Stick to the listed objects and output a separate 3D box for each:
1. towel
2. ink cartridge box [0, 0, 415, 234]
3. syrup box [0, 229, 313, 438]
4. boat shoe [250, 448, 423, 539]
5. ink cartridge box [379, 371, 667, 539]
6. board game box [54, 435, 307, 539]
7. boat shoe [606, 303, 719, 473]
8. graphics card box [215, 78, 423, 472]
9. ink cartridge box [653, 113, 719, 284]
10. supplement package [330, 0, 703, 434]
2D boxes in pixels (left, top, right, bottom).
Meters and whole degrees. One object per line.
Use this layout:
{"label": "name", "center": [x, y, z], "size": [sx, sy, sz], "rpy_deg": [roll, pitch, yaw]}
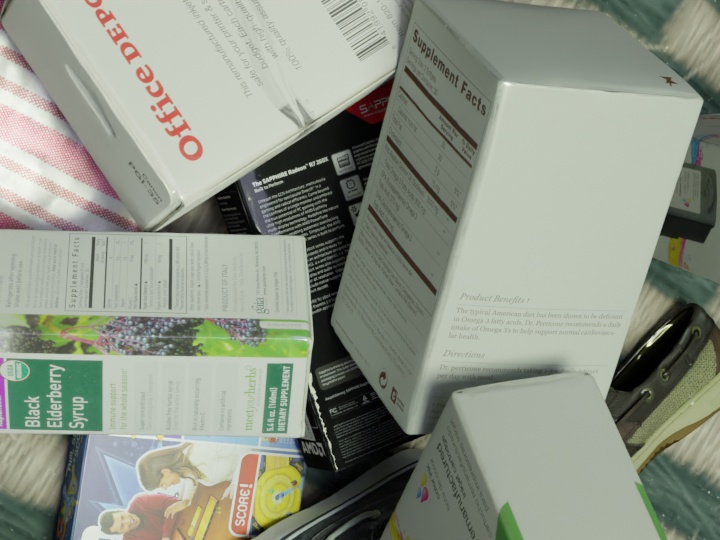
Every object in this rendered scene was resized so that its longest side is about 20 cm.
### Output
{"label": "towel", "center": [-0.155, -0.098, 1.178], "size": [0.146, 0.030, 0.200], "rpy_deg": [26, 90, -23]}
{"label": "ink cartridge box", "center": [-0.067, -0.134, 1.138], "size": [0.200, 0.083, 0.147], "rpy_deg": [-34, 91, -23]}
{"label": "syrup box", "center": [-0.127, 0.033, 1.117], "size": [0.200, 0.081, 0.079], "rpy_deg": [1, 134, -6]}
{"label": "boat shoe", "center": [-0.005, 0.172, 1.232], "size": [0.200, 0.068, 0.072], "rpy_deg": [-30, 119, -32]}
{"label": "ink cartridge box", "center": [0.078, 0.169, 1.104], "size": [0.084, 0.145, 0.200], "rpy_deg": [-7, 146, -22]}
{"label": "board game box", "center": [-0.106, 0.156, 1.237], "size": [0.135, 0.034, 0.200], "rpy_deg": [8, 96, -22]}
{"label": "boat shoe", "center": [0.146, 0.093, 1.306], "size": [0.200, 0.073, 0.065], "rpy_deg": [-36, 100, -24]}
{"label": "graphics card box", "center": [0.000, 0.000, 1.222], "size": [0.125, 0.051, 0.200], "rpy_deg": [-22, 96, -22]}
{"label": "ink cartridge box", "center": [0.255, -0.038, 1.250], "size": [0.147, 0.200, 0.086], "rpy_deg": [-1, 101, -20]}
{"label": "supplement package", "center": [0.076, -0.028, 1.123], "size": [0.117, 0.117, 0.200], "rpy_deg": [3, 117, -25]}
